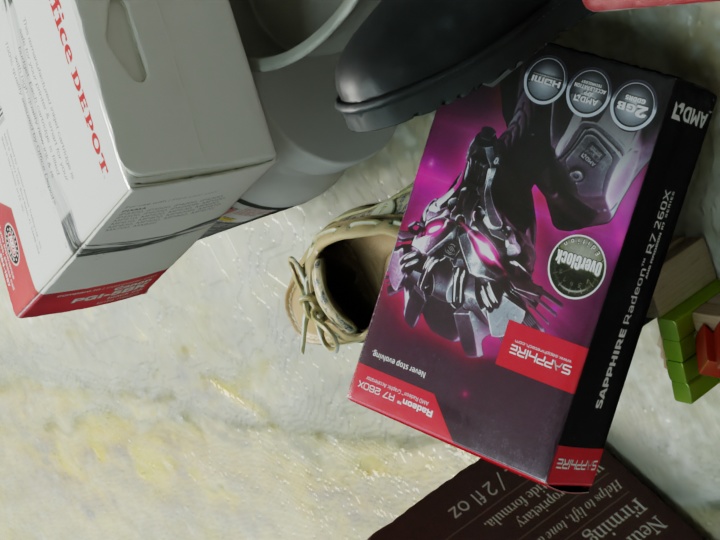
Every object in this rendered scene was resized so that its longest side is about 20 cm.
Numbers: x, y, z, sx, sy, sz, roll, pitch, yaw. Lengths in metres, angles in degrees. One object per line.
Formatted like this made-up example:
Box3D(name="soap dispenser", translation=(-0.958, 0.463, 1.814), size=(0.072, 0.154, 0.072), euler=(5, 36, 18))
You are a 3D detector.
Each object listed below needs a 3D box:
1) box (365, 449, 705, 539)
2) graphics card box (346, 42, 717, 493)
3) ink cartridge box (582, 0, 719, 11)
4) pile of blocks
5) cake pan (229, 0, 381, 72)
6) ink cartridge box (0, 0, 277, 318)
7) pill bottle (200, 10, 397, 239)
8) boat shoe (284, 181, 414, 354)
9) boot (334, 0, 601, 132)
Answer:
Box3D(name="box", translation=(0.105, 0.220, 1.089), size=(0.200, 0.166, 0.164), euler=(42, 141, 23))
Box3D(name="graphics card box", translation=(0.080, -0.009, 0.961), size=(0.125, 0.051, 0.200), euler=(22, 96, 36))
Box3D(name="ink cartridge box", translation=(0.152, -0.174, 0.753), size=(0.200, 0.084, 0.176), euler=(-2, 116, 25))
Box3D(name="pile of blocks", translation=(0.133, 0.016, 0.996), size=(0.200, 0.062, 0.082), euler=(34, 138, 32))
Box3D(name="cake pan", translation=(-0.022, -0.192, 0.978), size=(0.200, 0.037, 0.200), euler=(-18, 67, 50))
Box3D(name="ink cartridge box", translation=(-0.131, -0.078, 1.024), size=(0.200, 0.083, 0.147), euler=(-37, 67, 59))
Box3D(name="pill bottle", translation=(-0.071, -0.085, 1.127), size=(0.200, 0.116, 0.116), euler=(-15, 103, 55))
Box3D(name="boat shoe", translation=(0.000, 0.000, 1.147), size=(0.073, 0.063, 0.200), euler=(55, 146, 4))
Box3D(name="boot", translation=(0.045, -0.173, 0.859), size=(0.163, 0.198, 0.073), euler=(62, 171, -20))
